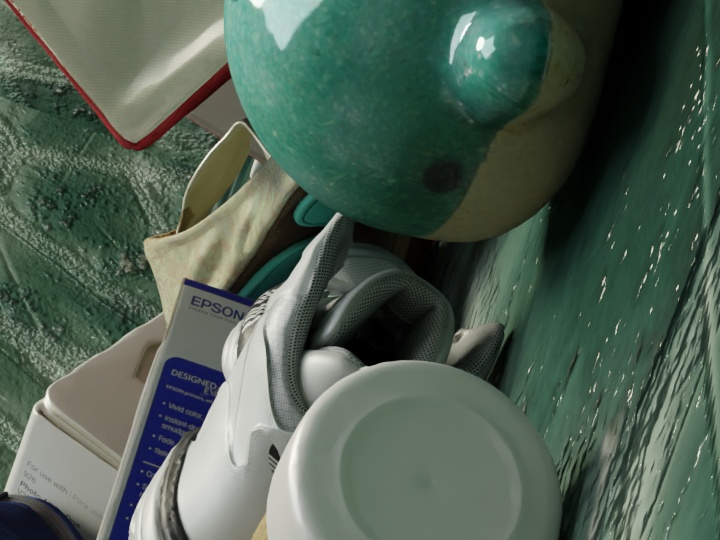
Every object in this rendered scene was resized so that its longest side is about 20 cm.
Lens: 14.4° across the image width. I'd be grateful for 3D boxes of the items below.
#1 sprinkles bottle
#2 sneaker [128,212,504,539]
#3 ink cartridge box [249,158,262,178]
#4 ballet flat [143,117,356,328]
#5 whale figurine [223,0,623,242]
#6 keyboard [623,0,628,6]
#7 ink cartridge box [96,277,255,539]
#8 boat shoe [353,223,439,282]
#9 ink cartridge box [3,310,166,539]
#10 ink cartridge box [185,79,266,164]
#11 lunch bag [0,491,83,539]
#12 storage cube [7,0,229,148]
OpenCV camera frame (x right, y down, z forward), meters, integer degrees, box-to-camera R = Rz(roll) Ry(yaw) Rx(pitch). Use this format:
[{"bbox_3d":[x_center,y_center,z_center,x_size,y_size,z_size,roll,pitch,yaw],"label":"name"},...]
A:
[{"bbox_3d":[-0.007,0.097,0.745,0.200,0.068,0.069,117,171,-58],"label":"sprinkles bottle"},{"bbox_3d":[0.001,0.027,0.912,0.115,0.075,0.200,-51,4,34],"label":"sneaker"},{"bbox_3d":[0.005,-0.131,1.455,0.201,0.067,0.116,-79,11,-54],"label":"ink cartridge box"},{"bbox_3d":[-0.020,-0.037,1.010,0.067,0.063,0.200,-11,-22,-45],"label":"ballet flat"},{"bbox_3d":[0.024,-0.104,0.813,0.160,0.103,0.201,-99,23,-47],"label":"whale figurine"},{"bbox_3d":[0.069,-0.120,0.906,0.200,0.039,0.105,135,154,-76],"label":"keyboard"},{"bbox_3d":[-0.042,0.097,0.958,0.037,0.094,0.201,115,173,-49],"label":"ink cartridge box"},{"bbox_3d":[0.000,-0.001,1.099,0.067,0.072,0.201,-30,-34,-47],"label":"boat shoe"},{"bbox_3d":[-0.097,0.123,1.230,0.145,0.087,0.201,-36,-27,-53],"label":"ink cartridge box"},{"bbox_3d":[-0.048,-0.148,1.319,0.146,0.083,0.200,-57,32,8],"label":"ink cartridge box"},{"bbox_3d":[-0.175,0.167,1.101,0.132,0.199,0.137,22,-135,-82],"label":"lunch bag"},{"bbox_3d":[-0.044,-0.180,1.014,0.171,0.200,0.180,-36,5,31],"label":"storage cube"}]
